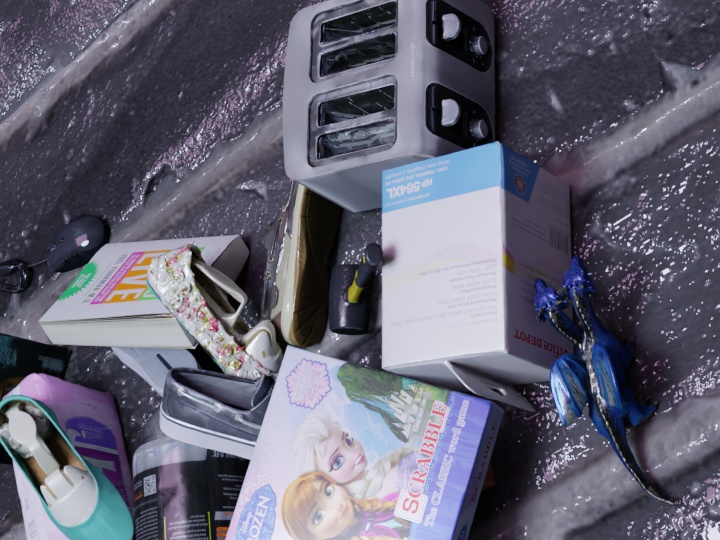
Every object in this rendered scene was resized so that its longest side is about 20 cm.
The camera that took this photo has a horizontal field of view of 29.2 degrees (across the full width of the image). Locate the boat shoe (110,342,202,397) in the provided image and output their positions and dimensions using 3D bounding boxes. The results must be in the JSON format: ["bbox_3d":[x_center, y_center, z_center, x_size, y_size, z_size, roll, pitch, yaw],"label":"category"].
[{"bbox_3d":[-0.206,0.094,1.425,0.071,0.063,0.200,-32,36,-9],"label":"boat shoe"}]

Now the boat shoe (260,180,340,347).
[{"bbox_3d":[-0.065,-0.028,1.350,0.064,0.073,0.203,2,79,32],"label":"boat shoe"}]

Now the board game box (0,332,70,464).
[{"bbox_3d":[-0.380,0.135,1.463,0.028,0.200,0.137,13,84,17],"label":"board game box"}]

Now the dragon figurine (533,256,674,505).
[{"bbox_3d":[0.189,0.092,1.107,0.058,0.099,0.203,-22,65,30],"label":"dragon figurine"}]

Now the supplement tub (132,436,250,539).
[{"bbox_3d":[-0.150,0.263,1.300,0.121,0.122,0.203,-19,66,31],"label":"supplement tub"}]

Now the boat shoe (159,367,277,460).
[{"bbox_3d":[-0.085,0.130,1.267,0.197,0.072,0.069,12,116,5],"label":"boat shoe"}]

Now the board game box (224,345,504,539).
[{"bbox_3d":[-0.001,0.184,1.156,0.197,0.041,0.203,12,78,25],"label":"board game box"}]

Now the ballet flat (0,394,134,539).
[{"bbox_3d":[-0.293,0.194,1.321,0.067,0.070,0.200,-43,63,-3],"label":"ballet flat"}]

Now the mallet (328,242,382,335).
[{"bbox_3d":[0.000,0.000,1.240,0.040,0.200,0.067,4,69,-6],"label":"mallet"}]

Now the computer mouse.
[{"bbox_3d":[-0.369,-0.018,1.601,0.198,0.034,0.060,-22,66,31],"label":"computer mouse"}]

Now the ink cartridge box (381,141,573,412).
[{"bbox_3d":[0.100,0.016,1.178,0.124,0.128,0.203,-10,71,34],"label":"ink cartridge box"}]

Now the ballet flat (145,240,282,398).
[{"bbox_3d":[-0.122,0.056,1.316,0.064,0.076,0.200,-40,100,17],"label":"ballet flat"}]

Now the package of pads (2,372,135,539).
[{"bbox_3d":[-0.295,0.212,1.425,0.075,0.120,0.202,-32,59,25],"label":"package of pads"}]

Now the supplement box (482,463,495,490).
[{"bbox_3d":[0.018,0.197,1.229,0.198,0.066,0.070,-29,64,28],"label":"supplement box"}]

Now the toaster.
[{"bbox_3d":[0.023,-0.161,1.293,0.198,0.118,0.184,-9,71,35],"label":"toaster"}]

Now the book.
[{"bbox_3d":[-0.224,0.020,1.442,0.198,0.048,0.134,-4,39,36],"label":"book"}]
